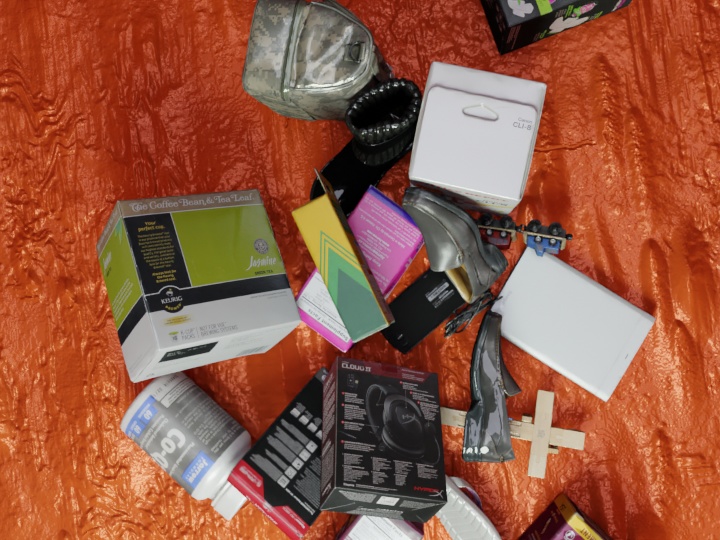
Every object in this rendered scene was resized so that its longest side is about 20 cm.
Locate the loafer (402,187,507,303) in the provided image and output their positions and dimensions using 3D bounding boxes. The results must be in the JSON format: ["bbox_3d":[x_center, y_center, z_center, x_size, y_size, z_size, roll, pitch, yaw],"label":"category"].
[{"bbox_3d":[0.114,-0.030,0.961,0.199,0.072,0.073,39,79,-35],"label":"loafer"}]

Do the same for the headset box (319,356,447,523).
[{"bbox_3d":[0.027,0.209,0.986,0.146,0.078,0.202,11,50,-15],"label":"headset box"}]

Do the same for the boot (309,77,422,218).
[{"bbox_3d":[0.001,-0.159,1.021,0.079,0.158,0.212,42,92,6],"label":"boot"}]

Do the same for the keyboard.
[{"bbox_3d":[0.122,0.045,1.071,0.199,0.040,0.104,-41,61,4],"label":"keyboard"}]

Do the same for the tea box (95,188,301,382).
[{"bbox_3d":[-0.213,0.015,0.988,0.198,0.133,0.200,-8,72,-35],"label":"tea box"}]

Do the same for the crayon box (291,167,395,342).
[{"bbox_3d":[-0.025,-0.016,0.933,0.051,0.126,0.203,-25,86,5],"label":"crayon box"}]

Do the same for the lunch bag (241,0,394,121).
[{"bbox_3d":[-0.046,-0.274,1.014,0.165,0.200,0.142,14,92,10],"label":"lunch bag"}]

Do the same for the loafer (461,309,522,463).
[{"bbox_3d":[0.180,0.156,1.016,0.071,0.073,0.204,6,86,9],"label":"loafer"}]

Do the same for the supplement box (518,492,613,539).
[{"bbox_3d":[0.255,0.420,1.000,0.131,0.103,0.201,41,93,4],"label":"supplement box"}]

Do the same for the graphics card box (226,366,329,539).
[{"bbox_3d":[-0.069,0.242,1.015,0.125,0.051,0.200,39,57,5],"label":"graphics card box"}]

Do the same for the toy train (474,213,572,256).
[{"bbox_3d":[0.190,-0.051,1.043,0.197,0.034,0.047,9,76,16],"label":"toy train"}]

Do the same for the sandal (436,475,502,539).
[{"bbox_3d":[0.133,0.314,1.041,0.203,0.083,0.050,49,50,7],"label":"sandal"}]

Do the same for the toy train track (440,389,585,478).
[{"bbox_3d":[0.208,0.216,1.050,0.196,0.033,0.117,8,89,13],"label":"toy train track"}]

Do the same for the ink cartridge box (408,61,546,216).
[{"bbox_3d":[0.145,-0.162,0.985,0.143,0.200,0.147,12,89,6],"label":"ink cartridge box"}]

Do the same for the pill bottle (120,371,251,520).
[{"bbox_3d":[-0.223,0.240,1.050,0.199,0.114,0.114,40,92,6],"label":"pill bottle"}]

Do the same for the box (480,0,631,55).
[{"bbox_3d":[0.262,-0.410,1.021,0.197,0.124,0.151,-19,87,4],"label":"box"}]

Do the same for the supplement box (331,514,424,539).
[{"bbox_3d":[-0.004,0.392,1.023,0.085,0.110,0.201,38,91,7],"label":"supplement box"}]

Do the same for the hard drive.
[{"bbox_3d":[0.286,0.069,1.050,0.198,0.026,0.133,32,91,6],"label":"hard drive"}]

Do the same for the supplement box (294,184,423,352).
[{"bbox_3d":[0.000,0.000,1.043,0.103,0.101,0.201,36,92,6],"label":"supplement box"}]
